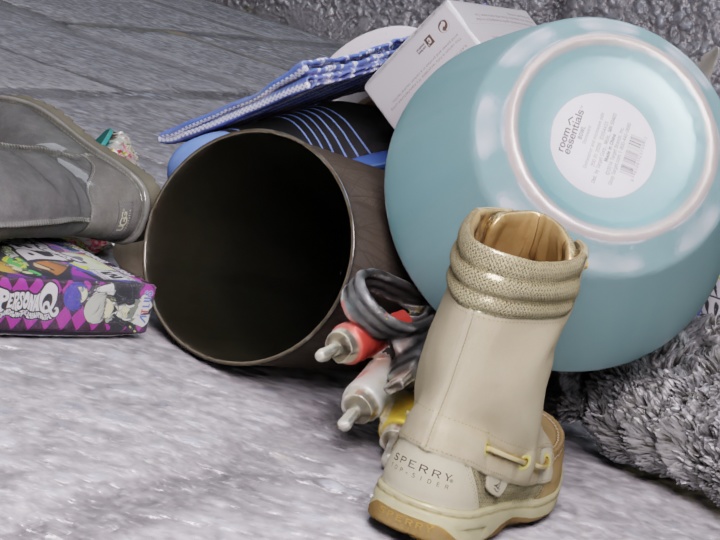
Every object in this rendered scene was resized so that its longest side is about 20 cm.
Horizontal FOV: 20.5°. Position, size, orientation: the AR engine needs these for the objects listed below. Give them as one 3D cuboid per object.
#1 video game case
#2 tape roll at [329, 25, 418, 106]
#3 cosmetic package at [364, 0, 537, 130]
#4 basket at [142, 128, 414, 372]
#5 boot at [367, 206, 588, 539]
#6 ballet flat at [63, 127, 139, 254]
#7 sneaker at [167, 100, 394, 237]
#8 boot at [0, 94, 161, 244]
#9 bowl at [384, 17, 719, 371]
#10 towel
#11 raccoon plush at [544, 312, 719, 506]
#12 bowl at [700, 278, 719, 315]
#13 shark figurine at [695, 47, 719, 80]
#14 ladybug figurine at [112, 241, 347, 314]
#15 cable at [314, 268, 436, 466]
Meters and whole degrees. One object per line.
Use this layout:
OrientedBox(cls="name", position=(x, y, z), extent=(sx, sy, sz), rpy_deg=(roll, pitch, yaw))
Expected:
OrientedBox(cls="video game case", position=(-0.249, -0.012, 1.149), extent=(0.200, 0.036, 0.181), rpy_deg=(25, 14, 39))
OrientedBox(cls="tape roll", position=(0.061, -0.067, 1.429), extent=(0.139, 0.203, 0.202), rpy_deg=(5, 15, -46))
OrientedBox(cls="cosmetic package", position=(0.107, -0.062, 1.203), extent=(0.107, 0.085, 0.200), rpy_deg=(-2, 54, -57))
OrientedBox(cls="basket", position=(0.000, 0.000, 1.204), extent=(0.180, 0.137, 0.200), rpy_deg=(5, -4, 44))
OrientedBox(cls="boot", position=(0.075, 0.046, 1.001), extent=(0.073, 0.156, 0.200), rpy_deg=(20, 11, 21))
OrientedBox(cls="ballet flat", position=(-0.185, -0.049, 1.394), extent=(0.064, 0.076, 0.200), rpy_deg=(46, 13, -8))
OrientedBox(cls="sneaker", position=(-0.039, -0.070, 1.277), extent=(0.199, 0.070, 0.078), rpy_deg=(1, 33, -30))
OrientedBox(cls="boot", position=(-0.232, -0.059, 1.167), extent=(0.181, 0.073, 0.200), rpy_deg=(20, 16, 29))
OrientedBox(cls="bowl", position=(0.121, -0.055, 1.065), extent=(0.200, 0.202, 0.105), rpy_deg=(14, -20, -7))
OrientedBox(cls="towel", position=(-0.017, -0.126, 1.277), extent=(0.145, 0.024, 0.200), rpy_deg=(-19, 2, 44))
OrientedBox(cls="raccoon plush", position=(0.165, 0.104, 1.134), extent=(0.199, 0.097, 0.134), rpy_deg=(-14, 26, 4))
OrientedBox(cls="bowl", position=(0.312, 0.055, 1.456), extent=(0.200, 0.095, 0.201), rpy_deg=(14, 11, -3))
OrientedBox(cls="shark figurine", position=(0.180, -0.055, 1.331), extent=(0.214, 0.128, 0.089), rpy_deg=(-36, 20, -35))
OrientedBox(cls="ladybug figurine", position=(-0.064, -0.013, 1.322), extent=(0.199, 0.072, 0.136), rpy_deg=(10, 12, -27))
OrientedBox(cls="cable", position=(0.035, 0.033, 1.113), extent=(0.050, 0.097, 0.200), rpy_deg=(-28, 3, 28))
